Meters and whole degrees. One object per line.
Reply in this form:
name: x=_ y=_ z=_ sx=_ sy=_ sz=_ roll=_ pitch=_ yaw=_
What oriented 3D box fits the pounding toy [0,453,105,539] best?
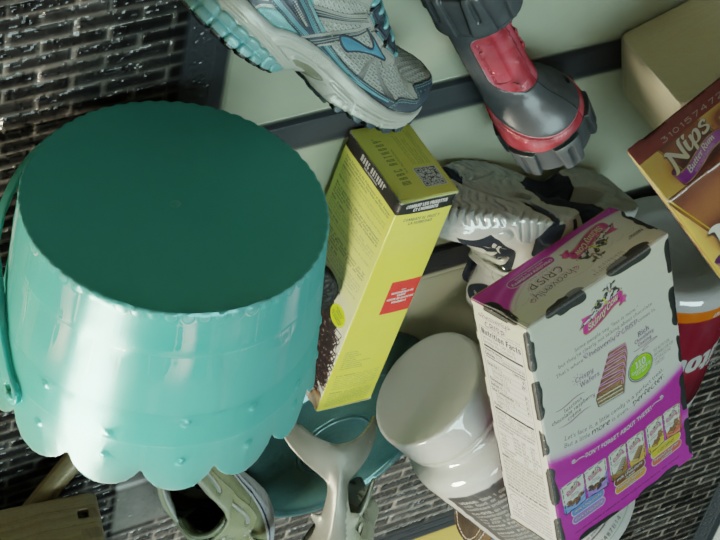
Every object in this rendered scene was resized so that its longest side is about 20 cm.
pounding toy: x=-0.237 y=0.220 z=1.446 sx=0.184 sy=0.142 sz=0.200 roll=-10 pitch=139 yaw=-9

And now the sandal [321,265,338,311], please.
sandal: x=-0.113 y=0.014 z=1.358 sx=0.200 sy=0.048 sz=0.075 roll=-10 pitch=142 yaw=-13

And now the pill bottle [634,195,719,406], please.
pill bottle: x=0.219 y=0.047 z=1.618 sx=0.113 sy=0.113 sz=0.200 roll=-17 pitch=143 yaw=-25

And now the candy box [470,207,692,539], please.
candy box: x=0.157 y=0.076 z=1.451 sx=0.136 sy=0.061 sz=0.200 roll=-31 pitch=129 yaw=-27

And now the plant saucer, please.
plant saucer: x=-0.025 y=0.124 z=1.582 sx=0.200 sy=0.027 sz=0.200 roll=-23 pitch=146 yaw=-17

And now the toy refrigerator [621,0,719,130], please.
toy refrigerator: x=0.284 y=-0.160 z=1.448 sx=0.200 sy=0.076 sz=0.070 roll=-28 pitch=146 yaw=-11

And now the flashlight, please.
flashlight: x=0.096 y=-0.135 z=1.324 sx=0.068 sy=0.068 sz=0.200 roll=-34 pitch=147 yaw=1

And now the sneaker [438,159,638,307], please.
sneaker: x=0.098 y=-0.006 z=1.475 sx=0.199 sy=0.079 sz=0.130 roll=-8 pitch=131 yaw=-49

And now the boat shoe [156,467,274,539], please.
boat shoe: x=-0.114 y=0.169 z=1.510 sx=0.072 sy=0.062 sz=0.200 roll=-6 pitch=143 yaw=15

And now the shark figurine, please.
shark figurine: x=-0.034 y=0.183 z=1.508 sx=0.089 sy=0.129 sz=0.215 roll=5 pitch=160 yaw=6

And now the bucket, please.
bucket: x=-0.114 y=0.008 z=1.207 sx=0.207 sy=0.207 sz=0.135 roll=-15 pitch=140 yaw=-27

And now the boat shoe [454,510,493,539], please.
boat shoe: x=0.092 y=0.146 z=1.680 sx=0.072 sy=0.072 sz=0.200 roll=-11 pitch=130 yaw=-24

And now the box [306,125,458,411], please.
box: x=0.000 y=0.000 z=1.405 sx=0.050 sy=0.075 sz=0.200 roll=-10 pitch=138 yaw=-33

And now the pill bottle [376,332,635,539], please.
pill bottle: x=0.108 y=0.136 z=1.558 sx=0.113 sy=0.113 sz=0.200 roll=-41 pitch=128 yaw=11

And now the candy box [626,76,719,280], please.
candy box: x=0.267 y=-0.058 z=1.410 sx=0.117 sy=0.057 sz=0.200 roll=-38 pitch=145 yaw=7

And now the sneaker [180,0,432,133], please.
sneaker: x=-0.010 y=-0.145 z=1.214 sx=0.086 sy=0.078 sz=0.200 roll=-49 pitch=144 yaw=16
